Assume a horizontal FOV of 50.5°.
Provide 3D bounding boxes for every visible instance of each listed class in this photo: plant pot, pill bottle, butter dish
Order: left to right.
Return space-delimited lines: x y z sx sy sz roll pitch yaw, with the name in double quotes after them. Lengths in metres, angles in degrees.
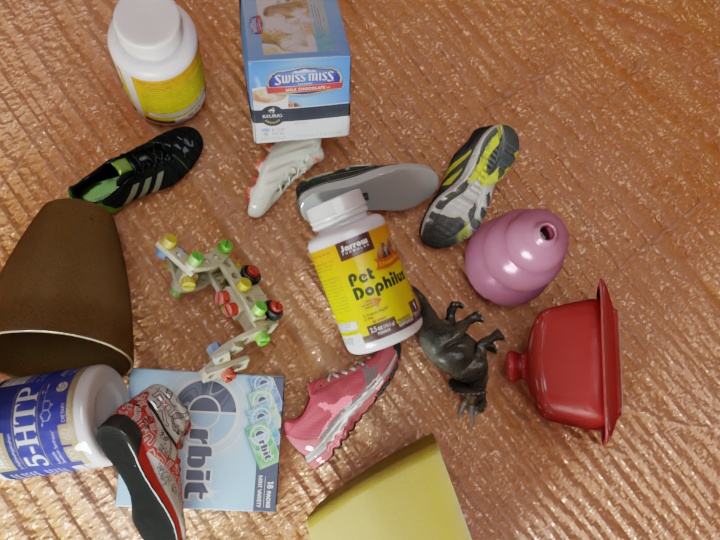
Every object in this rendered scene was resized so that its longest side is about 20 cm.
-0.389 0.186 0.916 0.198 0.120 0.121 -11 79 10 "pill bottle"
-0.366 0.020 0.954 0.185 0.187 0.201 3 62 -6 "plant pot"
-0.263 -0.277 0.996 0.108 0.200 0.110 1 78 -7 "pill bottle"
0.000 0.000 1.004 0.109 0.109 0.201 -22 94 -11 "pill bottle"
0.043 0.328 0.923 0.175 0.200 0.201 -20 81 1 "plant pot"
0.264 0.126 1.008 0.147 0.199 0.202 -3 76 16 "butter dish"

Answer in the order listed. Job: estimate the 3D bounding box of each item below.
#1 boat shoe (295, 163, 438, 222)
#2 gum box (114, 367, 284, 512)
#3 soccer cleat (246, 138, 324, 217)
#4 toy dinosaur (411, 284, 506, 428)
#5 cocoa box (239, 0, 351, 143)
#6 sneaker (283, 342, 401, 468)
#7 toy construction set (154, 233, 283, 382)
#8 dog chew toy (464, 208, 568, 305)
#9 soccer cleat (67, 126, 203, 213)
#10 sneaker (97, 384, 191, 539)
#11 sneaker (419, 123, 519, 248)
0.008 -0.122 1.067 0.198 0.071 0.064 -10 42 -7 "boat shoe"
-0.202 0.218 0.984 0.198 0.045 0.171 3 77 -5 "gum box"
-0.094 -0.156 1.069 0.077 0.069 0.201 27 73 -4 "soccer cleat"
0.128 0.101 1.034 0.102 0.077 0.200 -38 87 -20 "toy dinosaur"
-0.091 -0.290 1.026 0.132 0.132 0.201 -5 51 -8 "cocoa box"
-0.024 0.158 1.004 0.087 0.074 0.200 39 76 4 "sneaker"
-0.179 0.043 0.984 0.131 0.092 0.201 -3 65 -50 "toy construction set"
0.211 -0.024 1.006 0.124 0.200 0.126 1 78 -6 "dog chew toy"
-0.299 -0.135 1.030 0.199 0.081 0.068 -35 84 -13 "soccer cleat"
-0.232 0.237 0.917 0.067 0.108 0.203 -7 113 27 "sneaker"
0.151 -0.119 1.091 0.074 0.085 0.200 34 97 -19 "sneaker"
